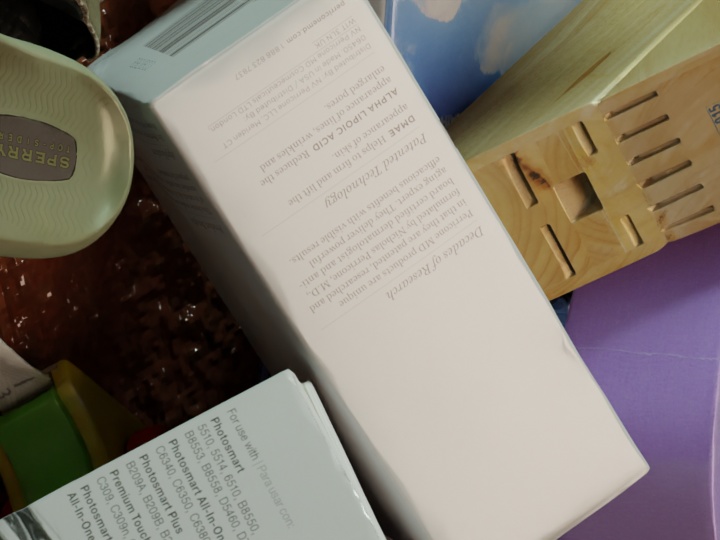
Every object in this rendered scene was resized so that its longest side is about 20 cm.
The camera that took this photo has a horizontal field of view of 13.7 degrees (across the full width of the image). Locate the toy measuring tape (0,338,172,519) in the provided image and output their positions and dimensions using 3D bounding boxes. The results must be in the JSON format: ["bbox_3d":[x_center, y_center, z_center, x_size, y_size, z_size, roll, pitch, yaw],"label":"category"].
[{"bbox_3d":[-0.103,0.066,0.987,0.074,0.073,0.200,-60,141,-13],"label":"toy measuring tape"}]

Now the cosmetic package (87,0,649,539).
[{"bbox_3d":[0.000,0.000,0.990,0.081,0.113,0.200,-36,108,-9],"label":"cosmetic package"}]

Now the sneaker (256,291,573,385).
[{"bbox_3d":[0.032,0.032,1.141,0.200,0.075,0.079,2,111,-40],"label":"sneaker"}]

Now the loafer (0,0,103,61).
[{"bbox_3d":[-0.101,-0.095,0.934,0.075,0.070,0.201,23,87,-49],"label":"loafer"}]

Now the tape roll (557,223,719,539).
[{"bbox_3d":[0.143,0.058,1.149,0.200,0.065,0.201,-14,106,-61],"label":"tape roll"}]

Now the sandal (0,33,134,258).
[{"bbox_3d":[-0.121,-0.039,0.823,0.201,0.057,0.080,0,99,-54],"label":"sandal"}]

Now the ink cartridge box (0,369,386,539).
[{"bbox_3d":[-0.075,0.141,0.958,0.200,0.084,0.146,-27,143,-3],"label":"ink cartridge box"}]

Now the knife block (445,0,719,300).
[{"bbox_3d":[0.111,-0.076,1.114,0.200,0.176,0.064,-25,112,11],"label":"knife block"}]

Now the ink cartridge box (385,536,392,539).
[{"bbox_3d":[-0.023,0.157,1.074,0.200,0.117,0.067,-49,145,-25],"label":"ink cartridge box"}]

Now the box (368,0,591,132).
[{"bbox_3d":[0.038,-0.123,1.095,0.122,0.048,0.201,-12,113,-44],"label":"box"}]
